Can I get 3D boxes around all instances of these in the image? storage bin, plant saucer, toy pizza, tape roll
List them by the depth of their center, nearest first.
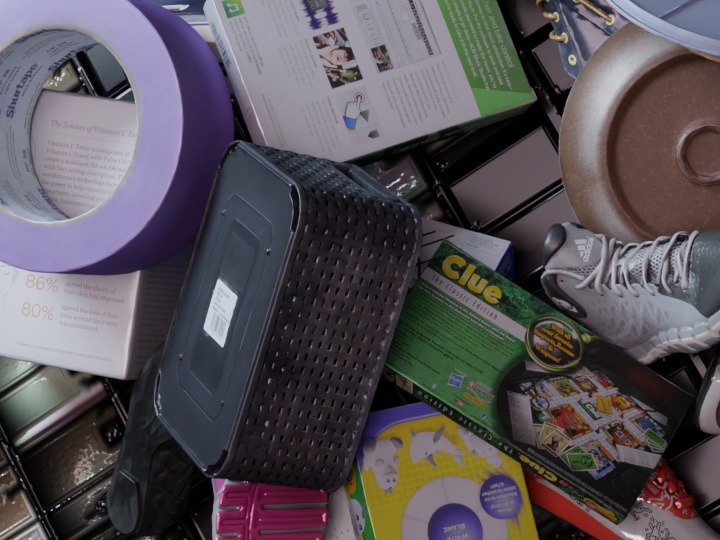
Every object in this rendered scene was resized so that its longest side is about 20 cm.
[{"bbox_3d":[-0.051,0.030,1.350,0.135,0.094,0.201,39,114,58],"label":"storage bin"},{"bbox_3d":[0.244,-0.182,1.352,0.200,0.200,0.032,25,129,19],"label":"toy pizza"},{"bbox_3d":[0.232,-0.080,1.382,0.200,0.037,0.201,1,100,7],"label":"plant saucer"},{"bbox_3d":[-0.194,-0.097,1.428,0.199,0.085,0.201,-1,87,21],"label":"tape roll"}]

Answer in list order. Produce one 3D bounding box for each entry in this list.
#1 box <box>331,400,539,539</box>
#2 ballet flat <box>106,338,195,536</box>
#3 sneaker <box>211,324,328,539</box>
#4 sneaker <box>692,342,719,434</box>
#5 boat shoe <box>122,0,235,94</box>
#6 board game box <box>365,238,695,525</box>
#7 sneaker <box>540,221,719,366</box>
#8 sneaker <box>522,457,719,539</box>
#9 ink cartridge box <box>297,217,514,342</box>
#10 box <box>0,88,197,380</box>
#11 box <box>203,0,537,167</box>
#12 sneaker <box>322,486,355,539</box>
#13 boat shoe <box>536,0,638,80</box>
[{"bbox_3d":[0.059,0.186,1.369,0.117,0.048,0.201,-11,82,-19],"label":"box"},{"bbox_3d":[-0.133,0.111,1.488,0.066,0.057,0.200,43,127,25],"label":"ballet flat"},{"bbox_3d":[-0.068,0.139,1.482,0.081,0.088,0.201,10,75,-13],"label":"sneaker"},{"bbox_3d":[0.303,0.040,1.349,0.115,0.076,0.200,23,125,7],"label":"sneaker"},{"bbox_3d":[-0.072,-0.173,1.512,0.199,0.093,0.075,4,131,-6],"label":"boat shoe"},{"bbox_3d":[0.112,0.073,1.370,0.200,0.023,0.105,33,67,5],"label":"board game box"},{"bbox_3d":[0.177,0.002,1.338,0.115,0.200,0.075,31,64,-9],"label":"sneaker"},{"bbox_3d":[0.184,0.130,1.403,0.201,0.067,0.108,25,98,22],"label":"sneaker"},{"bbox_3d":[0.000,0.000,1.465,0.200,0.044,0.094,16,52,20],"label":"ink cartridge box"},{"bbox_3d":[-0.201,-0.029,1.531,0.152,0.106,0.201,10,91,21],"label":"box"},{"bbox_3d":[0.007,-0.151,1.445,0.200,0.036,0.145,-19,83,-14],"label":"box"},{"bbox_3d":[0.001,0.242,1.429,0.079,0.130,0.200,-15,82,18],"label":"sneaker"},{"bbox_3d":[0.149,-0.182,1.432,0.200,0.071,0.091,28,98,18],"label":"boat shoe"}]
